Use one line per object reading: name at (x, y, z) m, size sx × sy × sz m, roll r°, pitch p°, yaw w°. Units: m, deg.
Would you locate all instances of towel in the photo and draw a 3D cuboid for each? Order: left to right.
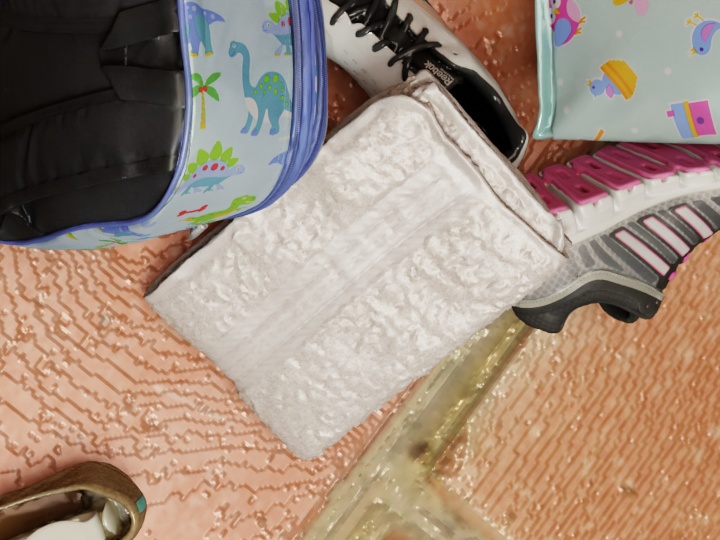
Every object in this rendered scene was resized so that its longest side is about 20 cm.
towel at (0.000, 0.000, 1.549) m, size 0.200 × 0.035 × 0.133 m, roll -40°, pitch 102°, yaw 19°

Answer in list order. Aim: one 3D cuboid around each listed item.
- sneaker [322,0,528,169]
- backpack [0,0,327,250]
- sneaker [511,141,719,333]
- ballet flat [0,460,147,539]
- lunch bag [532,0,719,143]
sneaker at (0.019, -0.123, 1.574) m, size 0.200 × 0.080 × 0.074 m, roll 45°, pitch 81°, yaw -11°
backpack at (-0.099, -0.105, 1.475) m, size 0.146 × 0.199 × 0.184 m, roll -5°, pitch 91°, yaw -36°
sneaker at (0.154, -0.020, 1.621) m, size 0.199 × 0.074 × 0.088 m, roll -17°, pitch 118°, yaw -28°
ballet flat at (-0.198, 0.154, 1.516) m, size 0.199 × 0.072 × 0.068 m, roll -20°, pitch 97°, yaw -15°
lunch bag at (0.178, -0.166, 1.569) m, size 0.169 × 0.122 × 0.202 m, roll 1°, pitch 92°, yaw 19°
